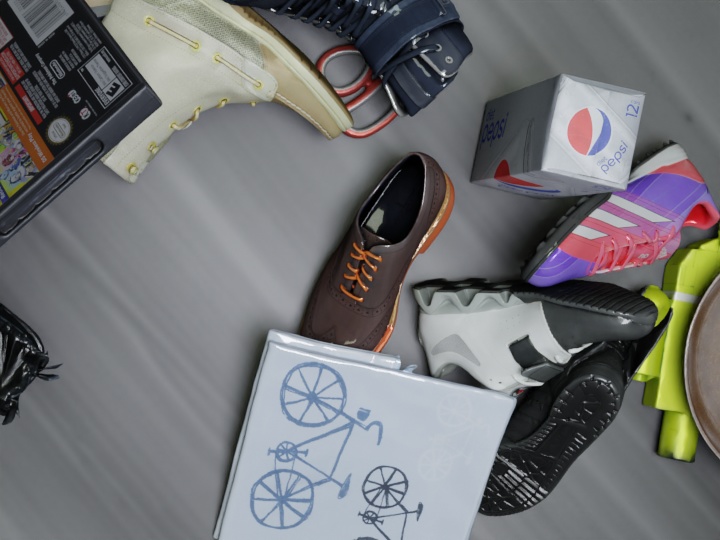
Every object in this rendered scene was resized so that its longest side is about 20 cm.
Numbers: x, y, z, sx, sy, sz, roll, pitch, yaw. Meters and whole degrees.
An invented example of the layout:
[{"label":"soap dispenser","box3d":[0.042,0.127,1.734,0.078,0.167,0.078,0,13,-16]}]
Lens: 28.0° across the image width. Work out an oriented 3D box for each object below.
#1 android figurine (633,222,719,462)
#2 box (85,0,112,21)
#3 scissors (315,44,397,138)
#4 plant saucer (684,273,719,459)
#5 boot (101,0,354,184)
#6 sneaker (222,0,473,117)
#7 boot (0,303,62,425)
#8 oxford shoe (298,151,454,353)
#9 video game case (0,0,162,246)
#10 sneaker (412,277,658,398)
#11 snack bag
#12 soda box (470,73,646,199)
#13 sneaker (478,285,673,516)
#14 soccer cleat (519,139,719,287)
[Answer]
[{"label":"android figurine","box3d":[0.297,0.057,1.150,0.180,0.041,0.202,12,90,-9]},{"label":"box","box3d":[-0.150,-0.251,1.077,0.198,0.032,0.123,-9,92,-8]},{"label":"scissors","box3d":[0.049,-0.185,1.121,0.200,0.014,0.073,-41,94,-8]},{"label":"plant saucer","box3d":[0.340,0.070,1.121,0.198,0.032,0.203,-1,94,-9]},{"label":"boot","box3d":[-0.118,-0.123,1.057,0.199,0.072,0.155,37,96,-20]},{"label":"sneaker","box3d":[-0.005,-0.177,1.030,0.201,0.077,0.147,-20,82,-43]},{"label":"boot","box3d":[-0.295,0.028,0.986,0.197,0.162,0.074,36,85,-8]},{"label":"oxford shoe","box3d":[0.000,0.000,1.072,0.071,0.073,0.202,25,83,18]},{"label":"video game case","box3d":[-0.242,-0.107,0.982,0.180,0.200,0.026,-41,136,0]},{"label":"sneaker","box3d":[0.130,0.053,1.066,0.074,0.198,0.090,-12,100,-50]},{"label":"snack bag","box3d":[0.004,0.148,1.078,0.198,0.021,0.191,12,111,-9]},{"label":"soda box","box3d":[0.137,-0.092,1.040,0.063,0.200,0.069,12,90,-10]},{"label":"sneaker","box3d":[0.157,0.102,1.109,0.060,0.104,0.200,39,121,-5]},{"label":"soccer cleat","box3d":[0.198,-0.029,1.081,0.199,0.068,0.073,-32,79,-38]}]
